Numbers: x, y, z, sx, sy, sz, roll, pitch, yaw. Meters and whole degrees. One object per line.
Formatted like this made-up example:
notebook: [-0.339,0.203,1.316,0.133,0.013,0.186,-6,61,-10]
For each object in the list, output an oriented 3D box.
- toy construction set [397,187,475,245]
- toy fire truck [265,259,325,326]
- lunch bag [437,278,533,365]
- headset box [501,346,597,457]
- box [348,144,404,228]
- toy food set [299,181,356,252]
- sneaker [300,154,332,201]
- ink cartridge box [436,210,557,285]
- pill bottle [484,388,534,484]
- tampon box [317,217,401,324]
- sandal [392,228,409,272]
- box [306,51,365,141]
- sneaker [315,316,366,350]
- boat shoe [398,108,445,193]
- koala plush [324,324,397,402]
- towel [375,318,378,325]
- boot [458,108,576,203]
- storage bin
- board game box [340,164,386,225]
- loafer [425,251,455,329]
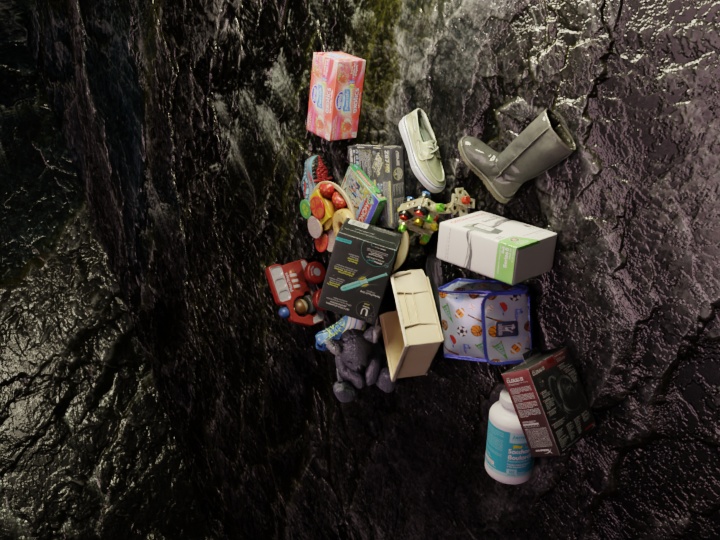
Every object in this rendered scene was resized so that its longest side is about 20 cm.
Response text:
toy construction set: [0.161,-0.126,1.518,0.200,0.131,0.092,-28,40,50]
toy fire truck: [-0.184,0.069,1.950,0.112,0.167,0.201,-16,91,51]
lunch bag: [0.280,0.111,1.465,0.199,0.124,0.171,4,107,35]
headset box: [0.386,0.258,1.367,0.077,0.148,0.201,-25,84,50]
box: [0.040,-0.215,1.681,0.161,0.049,0.201,14,114,49]
toy food set: [-0.080,-0.132,1.741,0.198,0.049,0.201,-38,75,52]
sneaker: [-0.123,-0.223,1.864,0.095,0.079,0.201,25,115,57]
ink cartridge box: [0.279,-0.051,1.382,0.200,0.145,0.084,23,120,42]
pill bottle: [0.339,0.366,1.489,0.111,0.110,0.201,21,119,44]
tampon box: [0.000,0.000,1.611,0.149,0.126,0.201,18,112,4]
sandal: [0.055,-0.020,1.716,0.078,0.069,0.212,52,136,24]
box: [-0.064,-0.442,1.685,0.102,0.094,0.201,34,127,39]
sneaker: [-0.063,0.182,1.898,0.076,0.105,0.200,59,139,16]
boat shoe: [0.146,-0.274,1.518,0.062,0.072,0.201,-38,71,51]
koala plush: [-0.010,0.219,1.760,0.200,0.177,0.184,71,-176,-55]
towel: [0.002,0.053,1.792,0.200,0.023,0.145,-151,56,-63]
boot: [0.308,-0.251,1.337,0.182,0.072,0.200,49,144,7]
storage bin: [0.115,0.131,1.594,0.200,0.093,0.199,100,162,-57]
board game box: [-0.012,-0.152,1.709,0.135,0.029,0.200,52,139,26]
loafer: [0.192,0.056,1.589,0.070,0.068,0.202,3,100,57]
